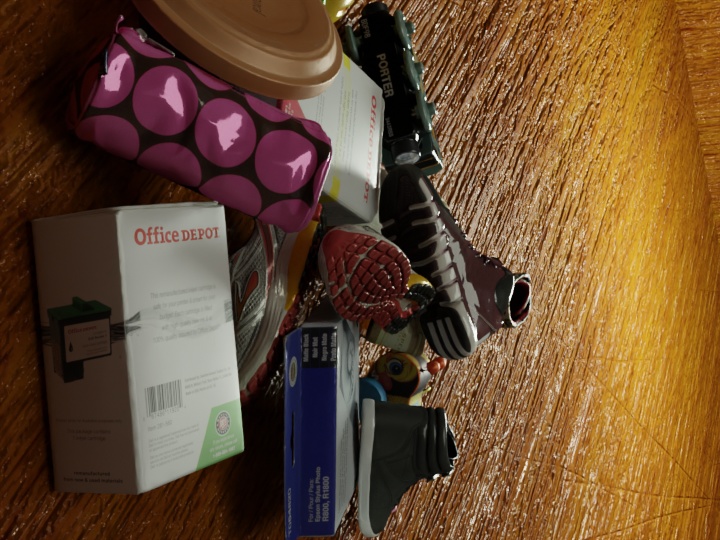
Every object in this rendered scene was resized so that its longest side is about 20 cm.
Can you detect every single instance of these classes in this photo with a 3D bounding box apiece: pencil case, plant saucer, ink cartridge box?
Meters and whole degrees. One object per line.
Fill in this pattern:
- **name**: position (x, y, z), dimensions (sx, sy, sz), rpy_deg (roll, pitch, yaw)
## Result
- **pencil case**: position (-0.116, -0.107, 0.935), dimensions (0.199, 0.091, 0.094), rpy_deg (25, 85, -23)
- **plant saucer**: position (-0.097, -0.216, 0.978), dimensions (0.199, 0.032, 0.201), rpy_deg (26, 36, -21)
- **ink cartridge box**: position (-0.058, -0.138, 1.176), dimensions (0.200, 0.083, 0.146), rpy_deg (32, 59, -59)
- **ink cartridge box**: position (-0.033, 0.137, 1.160), dimensions (0.200, 0.040, 0.202), rpy_deg (-46, 137, -77)
- **ink cartridge box**: position (-0.163, 0.052, 0.933), dimensions (0.146, 0.084, 0.202), rpy_deg (-9, 94, -65)

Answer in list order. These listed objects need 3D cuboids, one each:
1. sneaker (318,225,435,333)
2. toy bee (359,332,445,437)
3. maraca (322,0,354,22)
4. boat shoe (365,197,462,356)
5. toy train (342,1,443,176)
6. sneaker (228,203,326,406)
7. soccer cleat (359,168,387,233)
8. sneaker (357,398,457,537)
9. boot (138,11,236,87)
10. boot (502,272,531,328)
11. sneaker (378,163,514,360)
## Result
- **sneaker**: position (0.000, 0.000, 1.136), dimensions (0.078, 0.082, 0.200), rpy_deg (-43, 158, 1)
- **toy bee**: position (0.037, 0.127, 1.315), dimensions (0.131, 0.108, 0.201), rpy_deg (-54, 134, -50)
- **maraca**: position (-0.043, -0.322, 1.183), dimensions (0.106, 0.137, 0.202), rpy_deg (9, 88, -22)
- **boat shoe**: position (0.063, 0.006, 1.314), dimensions (0.073, 0.062, 0.201), rpy_deg (111, 2, -56)
- **toy train**: position (0.038, -0.193, 1.361), dimensions (0.114, 0.085, 0.201), rpy_deg (54, 22, -63)
- **sneaker**: position (-0.095, 0.028, 1.106), dimensions (0.078, 0.082, 0.202), rpy_deg (80, 28, -77)
- **soccer cleat**: position (0.001, -0.041, 1.316), dimensions (0.200, 0.069, 0.078), rpy_deg (-60, 135, -59)
- **sneaker**: position (0.048, 0.209, 1.262), dimensions (0.071, 0.098, 0.201), rpy_deg (-87, 179, -47)
- **boot**: position (-0.143, -0.180, 1.052), dimensions (0.097, 0.074, 0.202), rpy_deg (89, -4, -72)
- **boot**: position (0.136, 0.026, 1.477), dimensions (0.203, 0.153, 0.074), rpy_deg (-35, 118, -60)
- **sneaker**: position (0.093, -0.019, 1.259), dimensions (0.115, 0.075, 0.202), rpy_deg (-22, 97, -43)
